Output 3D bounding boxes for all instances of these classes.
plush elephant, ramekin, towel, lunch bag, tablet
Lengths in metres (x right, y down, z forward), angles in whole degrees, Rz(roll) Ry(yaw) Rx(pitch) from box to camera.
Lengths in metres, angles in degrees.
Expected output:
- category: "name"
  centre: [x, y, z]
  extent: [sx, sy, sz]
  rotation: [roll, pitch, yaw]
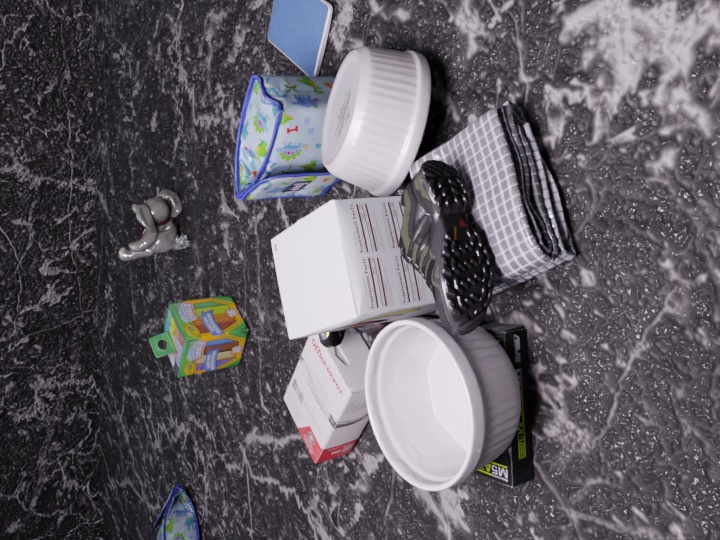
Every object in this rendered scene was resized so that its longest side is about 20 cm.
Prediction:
- category: "plush elephant"
  centre: [-0.553, -0.126, 1.807]
  extent: [0.197, 0.164, 0.157]
  rotation: [-5, 107, 28]
- category: "ramekin"
  centre: [0.103, 0.153, 0.826]
  extent: [0.199, 0.104, 0.204]
  rotation: [14, 107, 52]
- category: "towel"
  centre: [0.150, -0.079, 0.809]
  extent: [0.165, 0.085, 0.203]
  rotation: [-34, 68, 53]
- category: "lunch bag"
  centre: [-0.547, 0.758, 1.992]
  extent: [0.171, 0.125, 0.203]
  rotation: [125, 141, -48]
- category: "lunch bag"
  centre: [-0.104, -0.198, 1.084]
  extent: [0.128, 0.168, 0.201]
  rotation: [56, 137, 31]
- category: "tablet"
  centre: [-0.111, -0.439, 1.204]
  extent: [0.200, 0.013, 0.132]
  rotation: [49, 133, 40]
- category: "ramekin"
  centre: [0.013, -0.209, 0.925]
  extent: [0.202, 0.093, 0.206]
  rotation: [-169, 90, -71]

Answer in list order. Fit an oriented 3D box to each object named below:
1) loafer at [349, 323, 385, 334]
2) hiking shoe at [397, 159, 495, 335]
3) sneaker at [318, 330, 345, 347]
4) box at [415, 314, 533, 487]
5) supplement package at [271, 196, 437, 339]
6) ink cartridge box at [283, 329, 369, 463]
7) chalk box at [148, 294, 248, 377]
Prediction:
- category: "loafer"
  centre: [0.000, 0.000, 1.081]
  extent: [0.062, 0.071, 0.204]
  rotation: [-7, 96, 37]
- category: "hiking shoe"
  centre: [0.092, -0.019, 0.785]
  extent: [0.101, 0.075, 0.203]
  rotation: [142, 123, -59]
- category: "sneaker"
  centre: [-0.072, 0.055, 1.119]
  extent: [0.201, 0.080, 0.075]
  rotation: [-102, 0, -54]
- category: "box"
  centre: [0.139, 0.165, 0.906]
  extent: [0.199, 0.047, 0.197]
  rotation: [1, 99, 56]
- category: "supplement package"
  centre: [0.014, -0.004, 0.925]
  extent: [0.190, 0.197, 0.150]
  rotation: [-23, 76, 56]
- category: "ink cartridge box"
  centre: [-0.046, 0.206, 1.159]
  extent: [0.148, 0.082, 0.202]
  rotation: [57, 138, 34]
- category: "chalk box"
  centre: [-0.376, 0.151, 1.544]
  extent: [0.125, 0.198, 0.125]
  rotation: [53, 136, 36]
